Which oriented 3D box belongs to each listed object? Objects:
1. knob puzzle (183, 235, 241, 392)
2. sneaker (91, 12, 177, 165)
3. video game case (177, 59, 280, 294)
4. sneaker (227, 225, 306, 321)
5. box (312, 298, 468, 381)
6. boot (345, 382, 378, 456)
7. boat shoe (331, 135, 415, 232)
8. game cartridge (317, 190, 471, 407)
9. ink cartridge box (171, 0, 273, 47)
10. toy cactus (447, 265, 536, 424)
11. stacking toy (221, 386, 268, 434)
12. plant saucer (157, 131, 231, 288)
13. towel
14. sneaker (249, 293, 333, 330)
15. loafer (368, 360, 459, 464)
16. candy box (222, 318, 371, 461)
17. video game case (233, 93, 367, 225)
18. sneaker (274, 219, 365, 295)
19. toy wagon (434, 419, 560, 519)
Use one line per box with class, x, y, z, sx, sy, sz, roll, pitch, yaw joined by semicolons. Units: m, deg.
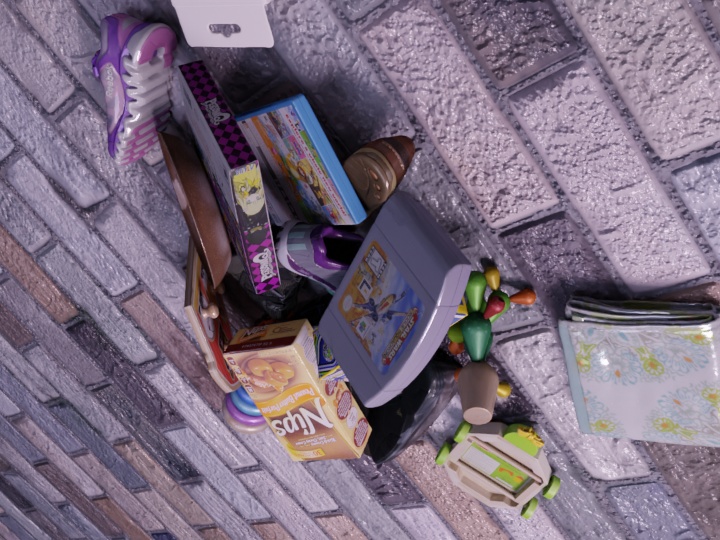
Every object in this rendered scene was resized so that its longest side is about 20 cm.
knob puzzle;-0.187;0.075;1.099;0.030;0.220;0.221;-16;125;0
sneaker;-0.277;-0.218;0.960;0.088;0.080;0.201;33;133;11
video game case;-0.146;-0.104;0.902;0.182;0.035;0.201;86;159;-46
sneaker;-0.088;0.001;1.030;0.198;0.076;0.115;-10;125;46
box;0.028;0.061;0.920;0.069;0.065;0.200;9;147;-36
boot;-0.042;0.185;1.173;0.137;0.078;0.202;13;133;29
boat shoe;0.000;-0.094;0.895;0.072;0.067;0.200;52;154;-6
game cartridge;0.031;0.038;0.832;0.134;0.041;0.201;57;130;39
ink cartridge box;-0.135;-0.322;0.777;0.116;0.067;0.202;8;130;26
toy cactus;0.141;0.099;0.917;0.101;0.166;0.201;6;136;3
stacking toy;-0.148;0.158;1.213;0.085;0.086;0.201;30;133;5
plant saucer;-0.198;-0.078;0.995;0.200;0.036;0.202;160;90;-76
towel;0.317;0.116;0.899;0.170;0.048;0.201;3;129;31
sneaker;-0.060;0.086;1.084;0.198;0.076;0.079;-12;122;33
loafer;0.073;0.195;1.087;0.072;0.073;0.201;4;138;-31
candy box;-0.080;0.162;1.066;0.114;0.055;0.201;-10;121;32
video game case;-0.080;-0.115;0.901;0.199;0.018;0.144;5;127;59
sneaker;0.000;0.000;0.918;0.199;0.075;0.087;22;165;-39
toy wagon;0.197;0.261;1.111;0.154;0.040;0.201;31;137;4
